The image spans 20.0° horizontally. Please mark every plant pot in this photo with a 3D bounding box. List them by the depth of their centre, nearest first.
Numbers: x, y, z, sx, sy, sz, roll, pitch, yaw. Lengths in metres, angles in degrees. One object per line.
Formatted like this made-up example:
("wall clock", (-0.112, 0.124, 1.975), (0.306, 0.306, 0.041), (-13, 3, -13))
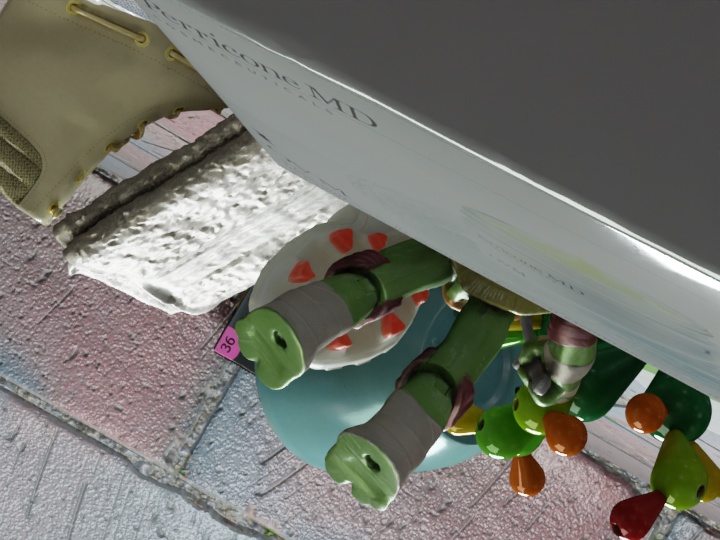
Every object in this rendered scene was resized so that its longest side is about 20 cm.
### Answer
("plant pot", (0.042, 0.071, 1.651), (0.200, 0.201, 0.161), (33, 161, -37))

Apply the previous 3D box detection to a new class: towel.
("towel", (-0.051, -0.040, 1.071), (0.132, 0.200, 0.035), (26, -143, -58))

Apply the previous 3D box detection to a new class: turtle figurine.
("turtle figurine", (0.034, 0.011, 0.919), (0.200, 0.194, 0.144), (17, 135, 44))

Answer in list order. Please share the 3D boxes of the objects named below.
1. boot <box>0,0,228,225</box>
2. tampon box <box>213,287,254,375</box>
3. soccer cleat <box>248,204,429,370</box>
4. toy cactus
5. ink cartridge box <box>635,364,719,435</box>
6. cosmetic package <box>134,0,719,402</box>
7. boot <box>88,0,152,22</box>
("boot", (-0.115, -0.083, 1.076), (0.200, 0.156, 0.073), (34, -174, -27))
("tampon box", (-0.084, 0.097, 2.838), (0.200, 0.150, 0.126), (30, 176, -3))
("soccer cleat", (0.000, 0.000, 1.004), (0.077, 0.200, 0.069), (-23, 99, 39))
("toy cactus", (0.134, 0.056, 1.016), (0.103, 0.165, 0.200), (64, 167, -23))
("ink cartridge box", (0.195, 0.044, 1.181), (0.104, 0.059, 0.200), (25, 173, 40))
("cosmetic package", (0.066, -0.057, 0.537), (0.199, 0.123, 0.200), (28, 174, 15))
("boot", (-0.048, -0.127, 0.868), (0.200, 0.073, 0.090), (23, 173, -36))
